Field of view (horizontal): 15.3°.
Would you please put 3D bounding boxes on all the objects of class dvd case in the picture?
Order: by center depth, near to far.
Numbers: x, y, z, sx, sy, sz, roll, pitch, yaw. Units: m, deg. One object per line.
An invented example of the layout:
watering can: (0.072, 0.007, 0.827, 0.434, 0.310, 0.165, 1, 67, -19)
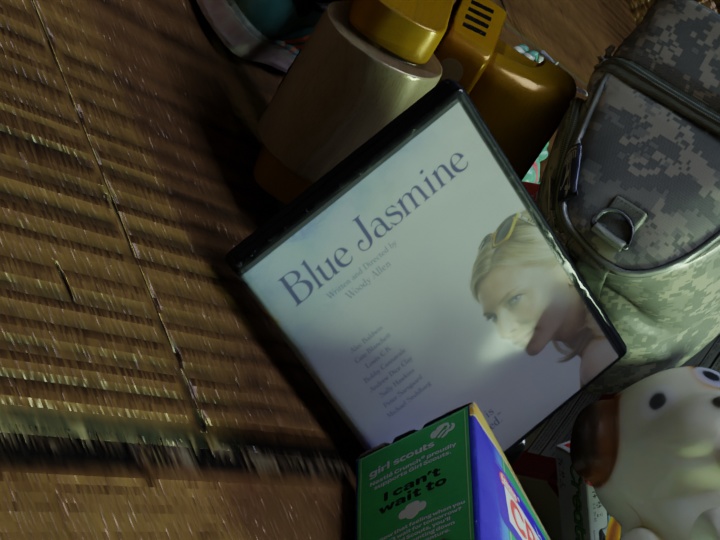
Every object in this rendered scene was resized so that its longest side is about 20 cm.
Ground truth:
dvd case: (0.038, 0.018, 1.357, 0.200, 0.143, 0.018, 55, -6, -35)

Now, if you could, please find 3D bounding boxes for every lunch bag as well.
lunch bag: (0.165, -0.031, 1.497, 0.139, 0.168, 0.200, 33, -22, 12)

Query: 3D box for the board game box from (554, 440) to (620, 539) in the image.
board game box: (0.177, 0.178, 1.522, 0.035, 0.126, 0.200, 27, -52, 57)

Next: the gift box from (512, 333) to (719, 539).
gift box: (0.209, 0.128, 1.680, 0.200, 0.185, 0.187, 12, -34, 52)

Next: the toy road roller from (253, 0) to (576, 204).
toy road roller: (0.036, -0.093, 1.459, 0.146, 0.123, 0.200, 31, 23, -4)

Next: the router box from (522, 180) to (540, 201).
router box: (0.155, -0.017, 1.727, 0.200, 0.179, 0.049, 18, 82, -72)

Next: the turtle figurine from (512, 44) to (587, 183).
turtle figurine: (0.118, -0.092, 1.987, 0.200, 0.100, 0.150, -119, -171, -72)

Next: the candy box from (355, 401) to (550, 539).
candy box: (0.064, 0.191, 1.298, 0.169, 0.077, 0.200, 59, 13, -26)

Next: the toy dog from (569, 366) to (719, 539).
toy dog: (0.187, 0.149, 1.406, 0.194, 0.139, 0.201, 160, -81, -78)

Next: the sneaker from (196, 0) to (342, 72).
sneaker: (-0.032, -0.164, 1.571, 0.071, 0.080, 0.200, 60, 13, 1)

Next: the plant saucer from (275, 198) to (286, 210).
plant saucer: (0.000, 0.000, 1.536, 0.200, 0.019, 0.070, 41, 27, -58)

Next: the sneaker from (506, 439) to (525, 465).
sneaker: (0.019, 0.035, 1.447, 0.200, 0.078, 0.090, 59, 5, -45)
